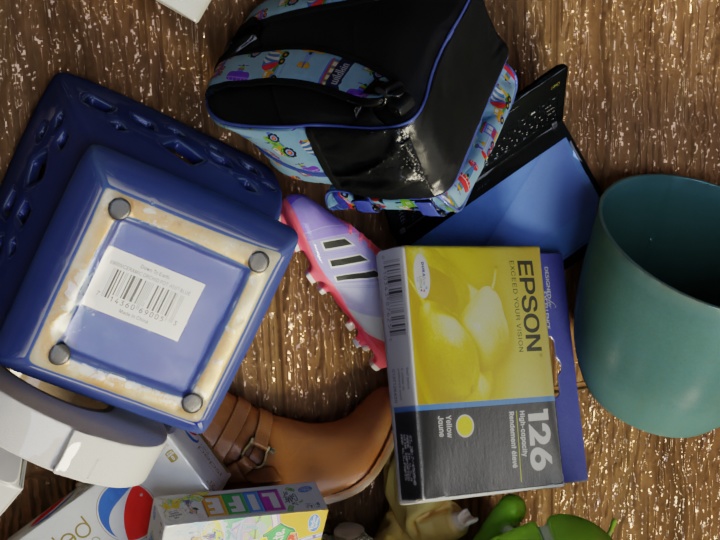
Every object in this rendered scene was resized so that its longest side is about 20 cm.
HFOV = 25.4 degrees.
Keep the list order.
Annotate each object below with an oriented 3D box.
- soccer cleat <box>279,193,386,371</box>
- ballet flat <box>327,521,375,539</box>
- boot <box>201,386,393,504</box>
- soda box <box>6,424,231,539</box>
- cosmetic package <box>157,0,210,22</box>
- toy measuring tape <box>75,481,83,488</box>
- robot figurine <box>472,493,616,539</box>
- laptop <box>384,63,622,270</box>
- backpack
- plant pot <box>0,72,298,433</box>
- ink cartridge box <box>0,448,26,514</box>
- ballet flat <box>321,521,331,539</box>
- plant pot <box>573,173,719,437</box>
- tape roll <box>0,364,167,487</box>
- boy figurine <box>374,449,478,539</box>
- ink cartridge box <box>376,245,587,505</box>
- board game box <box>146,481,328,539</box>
[{"bbox_3d":[0.000,0.000,1.297,0.076,0.067,0.200,-33,128,0],"label":"soccer cleat"},{"bbox_3d":[-0.001,0.248,1.346,0.067,0.200,0.076,-22,79,-10],"label":"ballet flat"},{"bbox_3d":[-0.068,0.142,1.343,0.155,0.077,0.200,41,85,-10],"label":"boot"},{"bbox_3d":[-0.203,0.201,1.282,0.200,0.064,0.068,-36,96,13],"label":"soda box"},{"bbox_3d":[-0.104,-0.288,1.151,0.073,0.104,0.201,27,98,-24],"label":"cosmetic package"},{"bbox_3d":[-0.172,0.255,1.343,0.073,0.074,0.201,-34,116,-4],"label":"toy measuring tape"},{"bbox_3d":[0.129,0.269,1.286,0.199,0.176,0.116,-23,144,2],"label":"robot figurine"},{"bbox_3d":[0.121,-0.050,1.306,0.177,0.200,0.104,-35,76,-4],"label":"laptop"},{"bbox_3d":[-0.006,-0.135,1.195,0.135,0.199,0.183,60,42,-43],"label":"backpack"},{"bbox_3d":[-0.169,-0.004,1.190,0.199,0.180,0.201,23,102,-24],"label":"plant pot"},{"bbox_3d":[-0.356,0.160,1.199,0.146,0.083,0.200,27,126,-24],"label":"ink cartridge box"},{"bbox_3d":[-0.075,0.307,1.384,0.201,0.046,0.067,-59,143,-3],"label":"ballet flat"},{"bbox_3d":[0.269,0.041,1.343,0.199,0.201,0.162,4,124,-19],"label":"plant pot"},{"bbox_3d":[-0.237,0.091,1.176,0.202,0.203,0.037,27,96,-24],"label":"tape roll"},{"bbox_3d":[0.062,0.184,1.368,0.064,0.124,0.201,-6,128,-30],"label":"boy figurine"},{"bbox_3d":[0.110,0.080,1.286,0.199,0.047,0.199,-2,82,-33],"label":"ink cartridge box"},{"bbox_3d":[-0.110,0.260,1.274,0.134,0.034,0.201,-3,125,-23],"label":"board game box"}]
